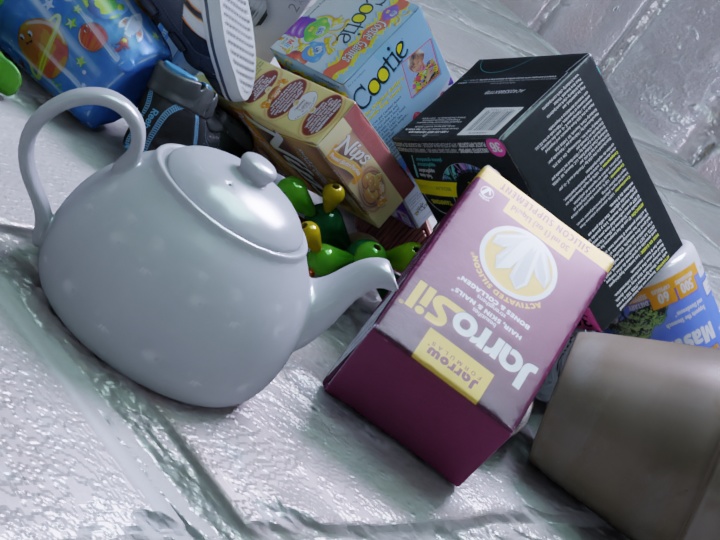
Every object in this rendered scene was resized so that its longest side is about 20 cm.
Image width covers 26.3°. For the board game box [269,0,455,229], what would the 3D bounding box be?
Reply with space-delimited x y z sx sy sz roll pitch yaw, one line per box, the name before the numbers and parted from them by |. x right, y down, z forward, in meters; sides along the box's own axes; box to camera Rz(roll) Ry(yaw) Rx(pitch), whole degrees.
board game box | 0.019 -0.152 1.406 0.103 0.105 0.200 31 -19 39

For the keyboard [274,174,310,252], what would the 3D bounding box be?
keyboard | -0.082 -0.073 1.443 0.056 0.011 0.200 31 18 -35

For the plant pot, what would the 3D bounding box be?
plant pot | 0.237 0.137 1.264 0.173 0.201 0.200 21 15 10

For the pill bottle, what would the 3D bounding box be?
pill bottle | 0.283 0.083 1.400 0.112 0.112 0.201 -54 122 -72

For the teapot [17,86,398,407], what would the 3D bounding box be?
teapot | -0.110 -0.018 1.023 0.197 0.146 0.200 44 20 25

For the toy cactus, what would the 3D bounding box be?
toy cactus | 0.000 0.000 1.314 0.199 0.103 0.165 32 -1 -7

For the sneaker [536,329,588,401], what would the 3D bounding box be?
sneaker | 0.154 0.059 1.434 0.115 0.075 0.200 27 16 19

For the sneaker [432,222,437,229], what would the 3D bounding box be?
sneaker | 0.149 0.018 1.560 0.199 0.075 0.106 31 21 11

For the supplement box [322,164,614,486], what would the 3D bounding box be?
supplement box | 0.084 0.039 1.170 0.131 0.103 0.200 36 52 -1

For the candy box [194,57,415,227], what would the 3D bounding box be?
candy box | -0.053 -0.121 1.358 0.200 0.055 0.116 31 -14 46

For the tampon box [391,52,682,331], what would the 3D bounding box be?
tampon box | 0.152 -0.066 1.322 0.150 0.126 0.200 6 -48 54

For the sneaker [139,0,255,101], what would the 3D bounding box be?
sneaker | -0.143 -0.234 1.285 0.079 0.201 0.079 -5 28 16

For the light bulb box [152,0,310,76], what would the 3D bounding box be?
light bulb box | -0.172 -0.265 1.443 0.199 0.199 0.125 28 17 -23

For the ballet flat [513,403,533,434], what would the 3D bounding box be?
ballet flat | 0.111 0.092 1.303 0.067 0.068 0.200 53 9 -32

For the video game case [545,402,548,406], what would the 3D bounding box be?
video game case | 0.235 0.145 1.470 0.143 0.018 0.200 33 18 -10

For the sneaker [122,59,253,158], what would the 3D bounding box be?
sneaker | -0.153 -0.115 1.325 0.073 0.082 0.200 31 -3 17

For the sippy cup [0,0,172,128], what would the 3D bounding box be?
sippy cup | -0.230 -0.197 1.292 0.130 0.178 0.140 50 -9 7

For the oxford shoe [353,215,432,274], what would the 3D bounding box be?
oxford shoe | 0.031 -0.059 1.521 0.074 0.071 0.200 33 19 -47
